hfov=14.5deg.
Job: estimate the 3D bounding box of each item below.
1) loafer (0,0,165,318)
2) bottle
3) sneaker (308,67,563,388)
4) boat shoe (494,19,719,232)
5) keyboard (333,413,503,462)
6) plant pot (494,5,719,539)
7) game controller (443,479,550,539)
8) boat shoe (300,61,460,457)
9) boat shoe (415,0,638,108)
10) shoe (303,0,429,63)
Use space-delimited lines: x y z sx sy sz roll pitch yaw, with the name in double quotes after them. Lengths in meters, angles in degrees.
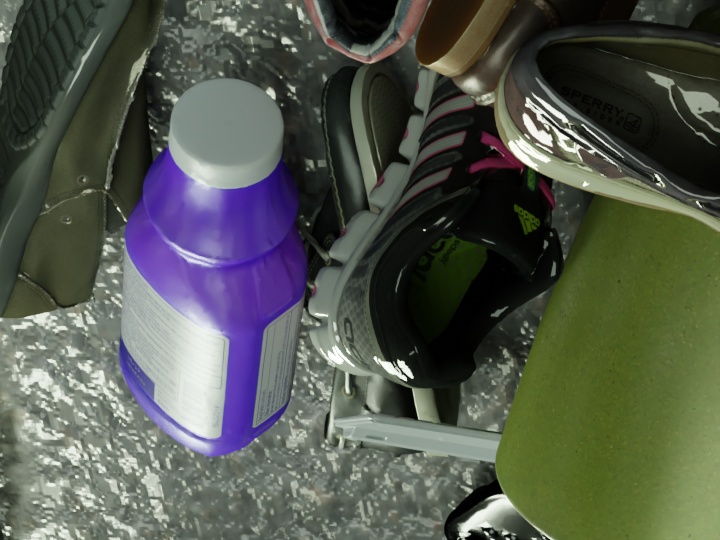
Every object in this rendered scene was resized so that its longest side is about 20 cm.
-0.123 -0.059 1.240 0.069 0.075 0.201 6 132 -26 "loafer"
-0.063 -0.002 1.219 0.083 0.065 0.201 42 150 22 "bottle"
0.055 -0.036 1.135 0.073 0.087 0.201 27 95 -33 "sneaker"
0.146 -0.046 1.019 0.199 0.065 0.072 16 84 3 "boat shoe"
0.089 0.080 1.236 0.199 0.011 0.056 10 167 -17 "keyboard"
0.162 0.002 1.133 0.186 0.187 0.201 13 111 9 "plant pot"
0.133 0.157 1.306 0.199 0.042 0.104 33 162 -7 "game controller"
0.000 0.000 1.232 0.067 0.072 0.201 3 128 15 "boat shoe"
0.098 -0.149 1.073 0.070 0.070 0.201 27 105 -20 "boat shoe"
0.016 -0.181 1.084 0.071 0.091 0.201 12 127 9 "shoe"
